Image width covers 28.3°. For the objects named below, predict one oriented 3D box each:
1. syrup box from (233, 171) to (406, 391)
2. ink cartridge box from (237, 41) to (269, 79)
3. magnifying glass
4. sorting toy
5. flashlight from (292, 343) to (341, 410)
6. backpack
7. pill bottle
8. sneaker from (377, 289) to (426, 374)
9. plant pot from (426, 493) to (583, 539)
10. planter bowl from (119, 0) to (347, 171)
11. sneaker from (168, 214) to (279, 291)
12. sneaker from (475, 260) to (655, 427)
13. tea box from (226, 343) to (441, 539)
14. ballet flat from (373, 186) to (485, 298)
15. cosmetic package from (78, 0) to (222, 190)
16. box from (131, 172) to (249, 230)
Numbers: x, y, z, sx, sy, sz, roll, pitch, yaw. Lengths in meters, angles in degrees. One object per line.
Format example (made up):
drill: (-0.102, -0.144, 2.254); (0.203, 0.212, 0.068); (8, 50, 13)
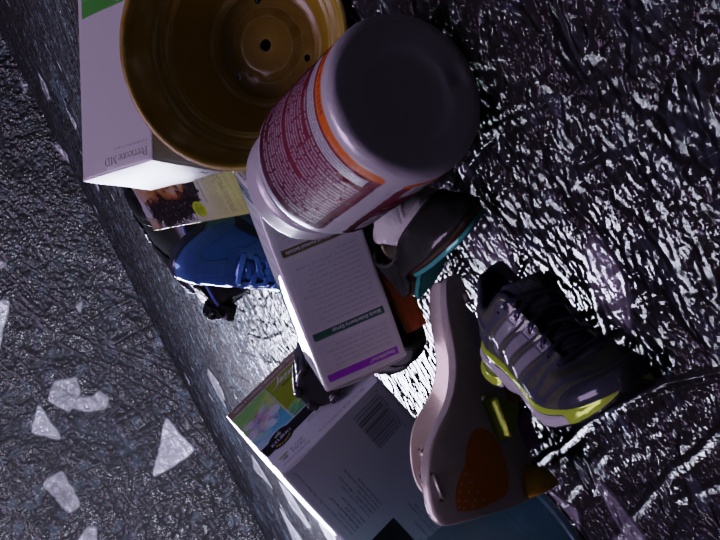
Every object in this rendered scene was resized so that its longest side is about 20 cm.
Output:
syrup box: (-0.035, -0.008, 1.209); (0.079, 0.081, 0.202); (-130, 20, -68)
ink cartridge box: (-0.090, -0.152, 1.323); (0.100, 0.039, 0.201); (54, 165, 32)
magnifying glass: (0.004, -0.040, 1.228); (0.201, 0.022, 0.080); (63, 166, 1)
sorting toy: (0.084, 0.095, 1.149); (0.200, 0.106, 0.182); (111, 147, -88)
flashlight: (-0.043, 0.058, 1.403); (0.068, 0.068, 0.201); (51, -160, -29)
backpack: (-0.171, -0.065, 1.608); (0.200, 0.146, 0.184); (23, 139, 62)
pill bottle: (-0.007, -0.092, 1.010); (0.115, 0.114, 0.200); (62, 154, 1)
sneaker: (0.000, 0.000, 1.317); (0.201, 0.074, 0.079); (57, 156, -1)
plant pot: (0.106, 0.314, 1.260); (0.201, 0.187, 0.201); (56, 164, 24)
planter bowl: (-0.091, -0.184, 1.168); (0.202, 0.199, 0.083); (62, -160, 2)
sneaker: (-0.084, -0.011, 1.354); (0.078, 0.199, 0.066); (46, 129, 38)
sneaker: (0.125, 0.047, 0.960); (0.200, 0.073, 0.082); (21, 134, 66)
tea box: (-0.005, 0.194, 1.433); (0.200, 0.134, 0.196); (50, 170, -23)
ballet flat: (0.040, -0.026, 1.100); (0.068, 0.068, 0.200); (40, 162, 3)
cosmetic package: (-0.185, -0.179, 1.251); (0.107, 0.084, 0.202); (-12, 77, 42)
box: (-0.131, -0.089, 1.303); (0.199, 0.050, 0.076); (-9, 116, 44)
